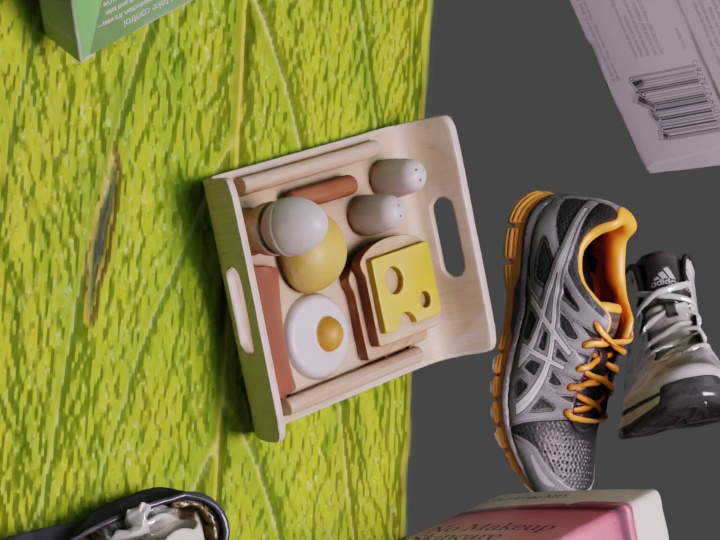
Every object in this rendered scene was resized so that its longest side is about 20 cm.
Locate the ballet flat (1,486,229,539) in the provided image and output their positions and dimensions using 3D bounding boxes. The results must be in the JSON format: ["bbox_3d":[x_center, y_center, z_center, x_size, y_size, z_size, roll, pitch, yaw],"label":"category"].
[{"bbox_3d":[-0.136,0.154,1.051,0.200,0.073,0.074,-24,103,-47],"label":"ballet flat"}]

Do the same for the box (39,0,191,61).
[{"bbox_3d":[-0.101,-0.218,1.067,0.144,0.036,0.201,-32,138,-29],"label":"box"}]

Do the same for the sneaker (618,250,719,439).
[{"bbox_3d":[0.188,0.044,1.382,0.201,0.075,0.116,63,17,-84],"label":"sneaker"}]

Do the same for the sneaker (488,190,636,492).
[{"bbox_3d":[0.131,0.048,1.357,0.078,0.077,0.202,4,84,-49],"label":"sneaker"}]

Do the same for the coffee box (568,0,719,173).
[{"bbox_3d":[0.276,-0.207,1.457,0.198,0.199,0.200,-47,120,-41],"label":"coffee box"}]

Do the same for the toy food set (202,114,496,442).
[{"bbox_3d":[0.000,0.000,1.227,0.199,0.060,0.144,-19,99,-47],"label":"toy food set"}]

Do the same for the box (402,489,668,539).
[{"bbox_3d":[0.077,0.202,1.238,0.199,0.127,0.110,-18,98,-49],"label":"box"}]
